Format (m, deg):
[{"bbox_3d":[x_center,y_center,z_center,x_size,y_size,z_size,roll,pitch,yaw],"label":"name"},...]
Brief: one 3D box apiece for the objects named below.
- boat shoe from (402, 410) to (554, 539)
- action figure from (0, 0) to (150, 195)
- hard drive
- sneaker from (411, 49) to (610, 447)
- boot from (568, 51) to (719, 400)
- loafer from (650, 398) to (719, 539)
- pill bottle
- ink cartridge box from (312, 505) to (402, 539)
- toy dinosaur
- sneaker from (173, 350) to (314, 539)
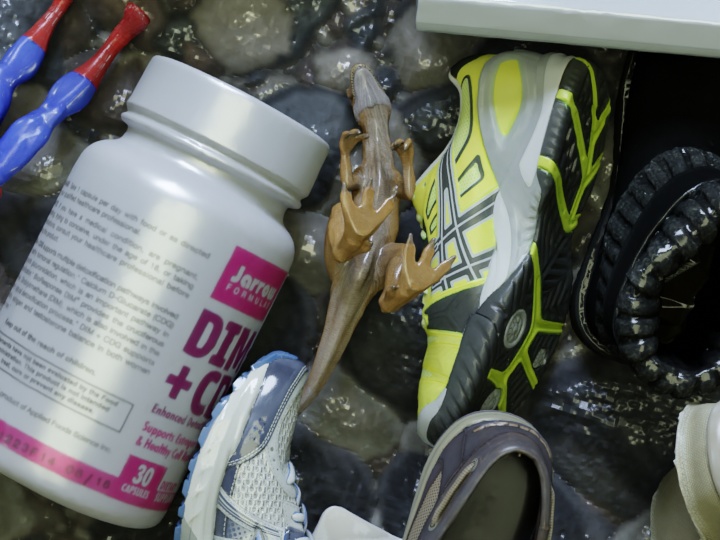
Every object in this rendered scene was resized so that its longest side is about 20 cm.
[{"bbox_3d":[0.037,0.159,0.748,0.074,0.073,0.200,13,87,-1],"label":"boat shoe"},{"bbox_3d":[-0.181,-0.061,0.794,0.065,0.099,0.200,34,83,2],"label":"action figure"},{"bbox_3d":[0.127,-0.149,0.805,0.200,0.132,0.027,6,132,-1],"label":"hard drive"},{"bbox_3d":[0.061,-0.011,0.831,0.076,0.075,0.200,18,91,30],"label":"sneaker"},{"bbox_3d":[0.160,-0.046,0.779,0.079,0.158,0.212,13,89,-1],"label":"boot"},{"bbox_3d":[0.164,0.114,0.769,0.068,0.200,0.076,-6,62,19],"label":"loafer"},{"bbox_3d":[-0.101,0.009,0.796,0.113,0.113,0.200,27,89,0],"label":"pill bottle"},{"bbox_3d":[0.046,0.210,0.818,0.200,0.067,0.117,28,88,0],"label":"ink cartridge box"},{"bbox_3d":[0.000,0.000,0.818,0.060,0.106,0.200,17,83,-13],"label":"toy dinosaur"},{"bbox_3d":[-0.044,0.139,0.796,0.085,0.077,0.200,14,90,6],"label":"sneaker"}]
